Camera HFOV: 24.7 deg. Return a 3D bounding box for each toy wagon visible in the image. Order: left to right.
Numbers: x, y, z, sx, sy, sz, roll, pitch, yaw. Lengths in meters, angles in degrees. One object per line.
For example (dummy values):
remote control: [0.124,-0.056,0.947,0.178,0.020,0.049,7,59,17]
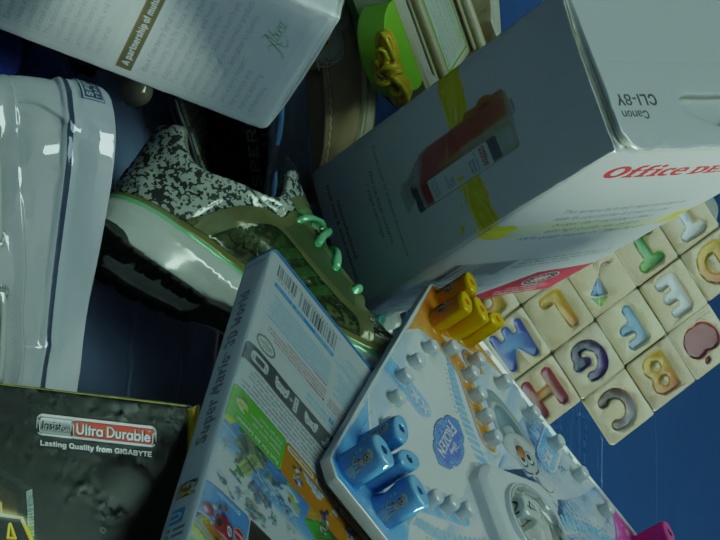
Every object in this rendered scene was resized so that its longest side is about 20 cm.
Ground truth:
toy wagon: [0.032,-0.145,0.889,0.155,0.040,0.200,68,29,-23]

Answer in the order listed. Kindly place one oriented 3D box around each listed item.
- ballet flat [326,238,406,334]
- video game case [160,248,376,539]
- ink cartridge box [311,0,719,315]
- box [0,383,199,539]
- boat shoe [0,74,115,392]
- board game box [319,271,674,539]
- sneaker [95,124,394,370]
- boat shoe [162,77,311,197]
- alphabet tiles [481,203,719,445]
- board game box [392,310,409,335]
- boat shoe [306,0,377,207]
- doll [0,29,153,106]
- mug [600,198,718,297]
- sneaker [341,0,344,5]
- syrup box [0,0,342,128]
ballet flat: [0.000,0.000,0.884,0.200,0.072,0.072,-48,119,-41]
video game case: [-0.014,0.099,0.630,0.143,0.018,0.200,52,25,-24]
ink cartridge box: [0.095,-0.056,0.804,0.145,0.200,0.084,-6,73,-40]
box: [-0.155,0.115,0.556,0.200,0.049,0.160,10,66,-24]
boat shoe: [-0.147,0.021,0.645,0.065,0.074,0.200,6,97,-28]
board game box: [0.078,0.112,0.719,0.200,0.026,0.200,51,24,-7]
sneaker: [-0.032,-0.004,0.767,0.200,0.077,0.089,30,69,-16]
boat shoe: [-0.059,-0.101,0.792,0.069,0.084,0.200,-69,146,-57]
alphabet tiles: [0.132,-0.008,0.963,0.166,0.006,0.200,-35,96,-15]
board game box: [0.052,0.094,0.943,0.151,0.037,0.200,45,37,-39]
boat shoe: [-0.040,-0.133,0.883,0.069,0.074,0.200,5,76,-40]
doll: [-0.142,-0.111,0.735,0.136,0.048,0.200,34,46,-38]
mug: [0.118,-0.068,1.052,0.149,0.187,0.153,-36,104,-8]
sneaker: [-0.063,-0.212,0.796,0.077,0.111,0.200,-26,90,-14]
syrup box: [-0.110,-0.143,0.679,0.200,0.081,0.079,21,49,-16]
